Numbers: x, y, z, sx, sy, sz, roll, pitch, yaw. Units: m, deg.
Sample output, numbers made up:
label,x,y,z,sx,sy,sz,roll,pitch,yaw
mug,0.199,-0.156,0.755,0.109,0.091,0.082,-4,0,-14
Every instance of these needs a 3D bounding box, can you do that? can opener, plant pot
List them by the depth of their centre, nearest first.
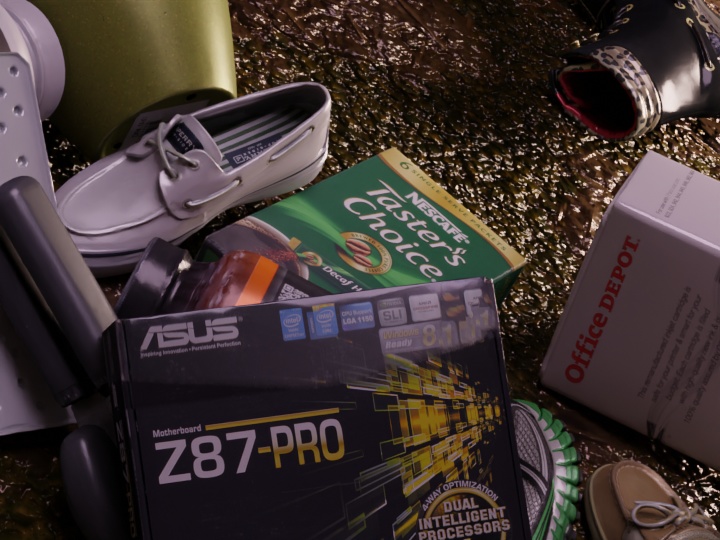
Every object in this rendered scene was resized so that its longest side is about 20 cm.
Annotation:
label,x,y,z,sx,sy,sz,roll,pitch,yaw
can opener,-0.143,0.049,1.236,0.066,0.053,0.201,-26,89,-60
plant pot,-0.157,-0.165,1.476,0.187,0.187,0.201,-9,65,-42

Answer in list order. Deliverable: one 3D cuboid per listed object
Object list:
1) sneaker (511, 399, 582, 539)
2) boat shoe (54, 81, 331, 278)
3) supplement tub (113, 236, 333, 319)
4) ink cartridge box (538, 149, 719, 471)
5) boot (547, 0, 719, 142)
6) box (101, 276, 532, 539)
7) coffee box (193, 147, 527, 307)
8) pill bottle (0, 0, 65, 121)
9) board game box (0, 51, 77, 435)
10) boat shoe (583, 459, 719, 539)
label,x,y,z,sx,sy,sz,roll,pitch,yaw
sneaker,0.072,0.140,1.319,0.085,0.078,0.200,18,37,-15
boat shoe,-0.103,-0.063,1.417,0.200,0.067,0.074,-28,63,-32
supplement tub,-0.040,0.058,1.317,0.199,0.107,0.107,28,35,-2
ink cartridge box,0.228,0.039,1.473,0.199,0.146,0.084,26,35,9
boot,0.187,-0.175,1.799,0.153,0.074,0.204,-18,55,-43
box,-0.020,0.095,1.222,0.199,0.049,0.162,-6,81,-16
coffee box,0.000,0.000,1.471,0.123,0.044,0.200,42,37,18
pill bottle,-0.259,-0.097,1.349,0.112,0.113,0.200,43,37,19
board game box,-0.240,-0.008,1.238,0.199,0.026,0.201,-7,84,-41
boat shoe,0.194,0.177,1.371,0.073,0.063,0.201,3,43,-32
